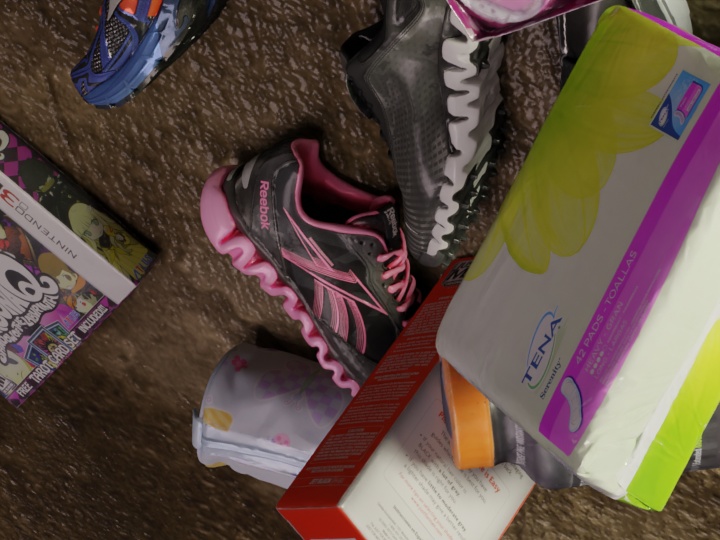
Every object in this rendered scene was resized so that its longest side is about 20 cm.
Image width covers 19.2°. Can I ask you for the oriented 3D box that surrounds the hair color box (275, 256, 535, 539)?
[{"bbox_3d":[0.050,0.094,1.203,0.061,0.200,0.102,-9,125,51],"label":"hair color box"}]

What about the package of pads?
[{"bbox_3d":[0.126,-0.012,0.997,0.068,0.201,0.154,22,-170,-31],"label":"package of pads"}]

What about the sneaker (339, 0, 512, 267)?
[{"bbox_3d":[0.031,-0.092,1.144,0.090,0.067,0.201,20,134,17],"label":"sneaker"}]

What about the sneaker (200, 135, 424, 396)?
[{"bbox_3d":[0.000,0.000,1.252,0.200,0.079,0.095,44,126,-15],"label":"sneaker"}]

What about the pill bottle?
[{"bbox_3d":[0.142,0.058,1.130,0.198,0.107,0.107,-8,132,0],"label":"pill bottle"}]

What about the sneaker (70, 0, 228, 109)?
[{"bbox_3d":[-0.110,-0.166,1.162,0.078,0.075,0.200,42,131,1],"label":"sneaker"}]

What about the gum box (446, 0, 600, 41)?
[{"bbox_3d":[0.132,-0.184,0.952,0.199,0.114,0.066,-14,122,39],"label":"gum box"}]

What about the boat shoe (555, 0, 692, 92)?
[{"bbox_3d":[0.136,-0.085,1.089,0.068,0.057,0.201,4,132,29],"label":"boat shoe"}]

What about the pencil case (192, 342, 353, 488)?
[{"bbox_3d":[-0.005,0.113,1.344,0.198,0.091,0.084,18,138,16],"label":"pencil case"}]

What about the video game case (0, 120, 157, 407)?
[{"bbox_3d":[-0.250,-0.014,1.412,0.181,0.036,0.200,41,138,-8],"label":"video game case"}]
